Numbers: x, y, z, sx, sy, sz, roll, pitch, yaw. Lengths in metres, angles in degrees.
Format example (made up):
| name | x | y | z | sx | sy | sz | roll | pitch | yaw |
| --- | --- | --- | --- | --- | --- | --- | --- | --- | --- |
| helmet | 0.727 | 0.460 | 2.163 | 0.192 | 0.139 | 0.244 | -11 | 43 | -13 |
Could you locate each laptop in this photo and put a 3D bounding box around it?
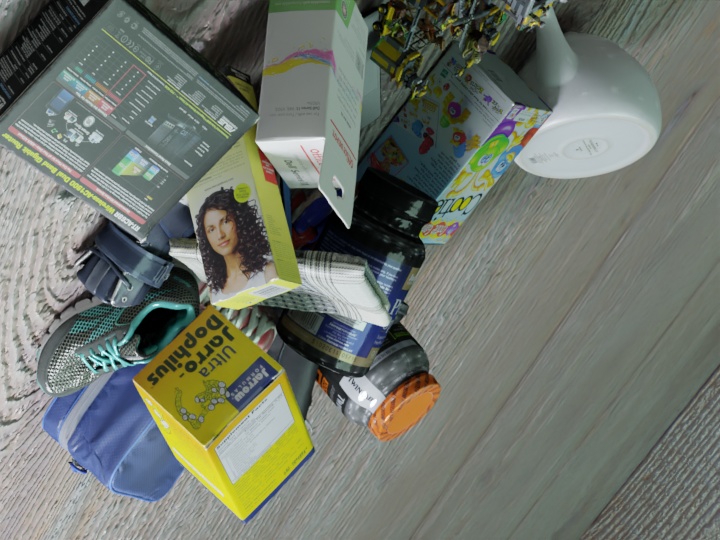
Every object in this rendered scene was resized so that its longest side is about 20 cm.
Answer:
| name | x | y | z | sx | sy | sz | roll | pitch | yaw |
| --- | --- | --- | --- | --- | --- | --- | --- | --- | --- |
| laptop | -0.027 | -0.120 | 1.639 | 0.199 | 0.116 | 0.188 | -35 | 157 | -16 |

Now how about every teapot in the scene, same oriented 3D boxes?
| name | x | y | z | sx | sy | sz | roll | pitch | yaw |
| --- | --- | --- | --- | --- | --- | --- | --- | --- | --- |
| teapot | 0.252 | -0.205 | 1.917 | 0.195 | 0.148 | 0.200 | 4 | 156 | -21 |

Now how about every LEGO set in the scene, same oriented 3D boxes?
| name | x | y | z | sx | sy | sz | roll | pitch | yaw |
| --- | --- | --- | --- | --- | --- | --- | --- | --- | --- |
| LEGO set | 0.114 | -0.241 | 1.624 | 0.199 | 0.116 | 0.155 | -29 | 152 | -45 |

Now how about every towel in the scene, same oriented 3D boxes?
| name | x | y | z | sx | sy | sz | roll | pitch | yaw |
| --- | --- | --- | --- | --- | --- | --- | --- | --- | --- |
| towel | -0.071 | 0.014 | 1.573 | 0.200 | 0.190 | 0.035 | 55 | 42 | -74 |

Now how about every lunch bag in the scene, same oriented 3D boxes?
| name | x | y | z | sx | sy | sz | roll | pitch | yaw |
| --- | --- | --- | --- | --- | --- | --- | --- | --- | --- |
| lunch bag | -0.235 | 0.137 | 1.734 | 0.201 | 0.132 | 0.136 | -52 | 155 | 0 |

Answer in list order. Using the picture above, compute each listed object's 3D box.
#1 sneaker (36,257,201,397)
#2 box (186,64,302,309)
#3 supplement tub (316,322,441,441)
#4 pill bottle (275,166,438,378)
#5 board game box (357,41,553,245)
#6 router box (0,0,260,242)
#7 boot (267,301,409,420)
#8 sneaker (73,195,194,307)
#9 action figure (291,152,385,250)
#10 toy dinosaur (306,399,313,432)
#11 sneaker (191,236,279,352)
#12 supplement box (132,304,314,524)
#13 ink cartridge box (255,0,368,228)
| name | x | y | z | sx | sy | sz | roll | pitch | yaw |
| --- | --- | --- | --- | --- | --- | --- | --- | --- | --- |
| sneaker | -0.236 | 0.064 | 1.622 | 0.199 | 0.091 | 0.078 | -39 | 123 | 8 |
| box | -0.113 | -0.073 | 1.461 | 0.075 | 0.202 | 0.050 | -21 | 164 | 22 |
| supplement tub | -0.003 | 0.095 | 1.948 | 0.122 | 0.200 | 0.123 | -33 | 156 | -18 |
| pill bottle | 0.000 | 0.000 | 1.731 | 0.112 | 0.111 | 0.201 | 10 | 110 | -62 |
| board game box | 0.098 | -0.136 | 1.826 | 0.200 | 0.105 | 0.103 | -50 | 156 | 21 |
| router box | -0.197 | -0.132 | 1.337 | 0.150 | 0.062 | 0.200 | -45 | 139 | 6 |
| boot | -0.051 | 0.103 | 1.860 | 0.066 | 0.163 | 0.202 | -11 | 120 | -84 |
| sneaker | -0.216 | -0.041 | 1.523 | 0.146 | 0.077 | 0.202 | -47 | 158 | 4 |
| action figure | -0.053 | -0.050 | 1.794 | 0.199 | 0.052 | 0.066 | -35 | 133 | 7 |
| toy dinosaur | -0.119 | 0.142 | 1.970 | 0.077 | 0.102 | 0.200 | -48 | 158 | 14 |
| sneaker | -0.138 | 0.037 | 1.740 | 0.076 | 0.104 | 0.200 | -49 | 159 | -11 |
| supplement box | -0.131 | 0.145 | 1.638 | 0.109 | 0.109 | 0.201 | -44 | 154 | -16 |
| ink cartridge box | -0.043 | -0.148 | 1.470 | 0.066 | 0.202 | 0.117 | 0 | 161 | 14 |
